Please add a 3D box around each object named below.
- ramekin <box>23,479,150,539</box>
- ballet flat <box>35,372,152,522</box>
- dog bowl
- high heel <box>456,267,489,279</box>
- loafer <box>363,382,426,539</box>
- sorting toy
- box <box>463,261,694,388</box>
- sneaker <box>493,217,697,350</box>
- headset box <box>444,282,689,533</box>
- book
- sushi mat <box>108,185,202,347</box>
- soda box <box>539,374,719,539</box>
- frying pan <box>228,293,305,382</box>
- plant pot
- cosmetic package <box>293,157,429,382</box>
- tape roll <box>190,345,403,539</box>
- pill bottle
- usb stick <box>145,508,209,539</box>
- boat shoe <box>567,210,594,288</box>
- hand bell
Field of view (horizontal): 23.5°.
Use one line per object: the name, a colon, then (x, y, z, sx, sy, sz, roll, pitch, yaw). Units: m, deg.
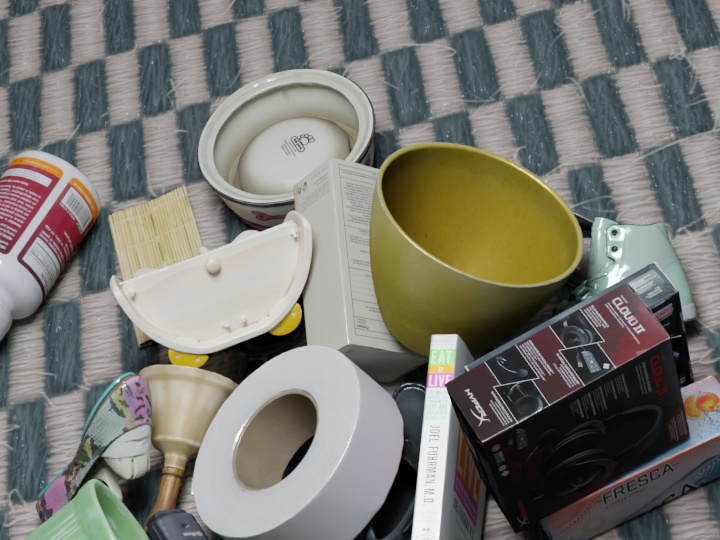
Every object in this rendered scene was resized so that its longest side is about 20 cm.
ramekin: (-0.219, 0.292, 1.513, 0.097, 0.200, 0.200, -33, 50, -3)
ballet flat: (-0.242, 0.186, 1.642, 0.071, 0.069, 0.200, 51, 121, 25)
dog bowl: (-0.074, -0.124, 1.891, 0.199, 0.074, 0.201, -9, 49, 10)
high heel: (0.112, -0.031, 1.755, 0.199, 0.071, 0.143, 17, 64, 39)
loafer: (0.039, 0.184, 1.602, 0.068, 0.071, 0.201, 0, 52, 14)
sorting toy: (-0.151, 0.007, 1.737, 0.199, 0.107, 0.180, -20, 20, -10)
box: (0.203, 0.101, 1.563, 0.199, 0.159, 0.046, -29, 47, -7)
sneaker: (0.212, 0.015, 1.658, 0.199, 0.074, 0.119, -14, 84, -6)
headset box: (0.187, 0.114, 1.472, 0.199, 0.149, 0.077, -27, 49, -5)
book: (0.078, 0.176, 1.537, 0.048, 0.134, 0.201, -2, 60, 16)
sushi mat: (-0.213, -0.006, 1.874, 0.095, 0.012, 0.201, -19, 49, -1)
soda box: (0.246, 0.173, 1.551, 0.199, 0.069, 0.064, -24, 49, -3)
frying pan: (-0.089, 0.068, 1.762, 0.114, 0.031, 0.191, -23, 58, 8)
plant pot: (0.088, -0.002, 1.607, 0.199, 0.142, 0.201, 14, 38, -11)
cosmetic package: (0.000, 0.000, 1.703, 0.073, 0.103, 0.201, -33, 53, 47)
tape roll: (-0.059, 0.172, 1.594, 0.202, 0.071, 0.203, -27, 41, 27)
pill bottle: (-0.374, -0.023, 1.871, 0.112, 0.113, 0.201, 13, 55, 25)
usb stick: (-0.129, 0.296, 1.559, 0.055, 0.033, 0.200, -4, 45, -43)
boat shoe: (0.208, -0.028, 1.736, 0.199, 0.057, 0.067, 18, 58, 29)
hand bell: (-0.180, 0.202, 1.657, 0.104, 0.104, 0.201, 1, 66, 18)
